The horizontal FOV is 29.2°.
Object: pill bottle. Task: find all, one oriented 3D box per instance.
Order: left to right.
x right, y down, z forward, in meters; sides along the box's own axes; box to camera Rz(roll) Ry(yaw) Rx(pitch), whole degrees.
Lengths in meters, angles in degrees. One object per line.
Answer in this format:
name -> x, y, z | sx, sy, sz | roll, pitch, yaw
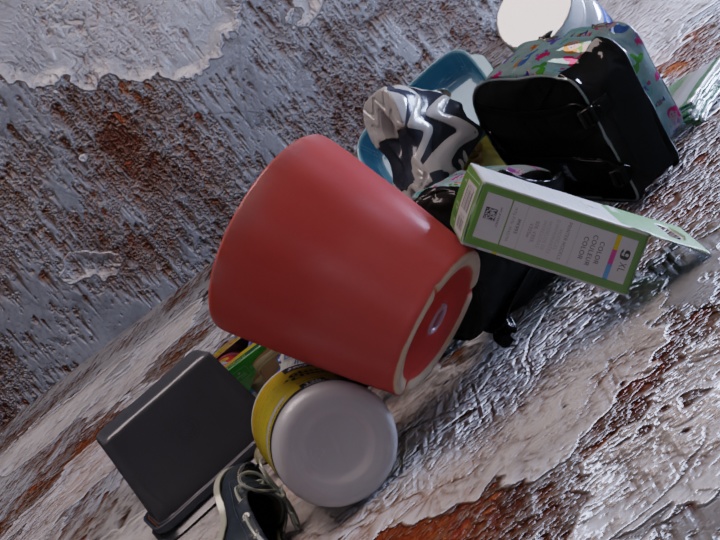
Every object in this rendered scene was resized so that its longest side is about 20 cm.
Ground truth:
pill bottle -> -0.040, 0.144, 1.274 | 0.112, 0.112, 0.200 | -40, 11, -8
pill bottle -> 0.244, -0.253, 1.585 | 0.114, 0.200, 0.114 | -14, 65, 31

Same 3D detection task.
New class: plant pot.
plant pot -> -0.005, 0.006, 1.206 | 0.200, 0.177, 0.200 | -52, -20, -28

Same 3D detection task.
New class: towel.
towel -> 0.332, -0.167, 1.581 | 0.200, 0.031, 0.149 | -32, 10, 45

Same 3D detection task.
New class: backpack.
backpack -> 0.124, -0.035, 1.334 | 0.127, 0.167, 0.200 | 9, 23, 32
backpack -> 0.222, -0.164, 1.445 | 0.151, 0.178, 0.200 | -47, 25, -27

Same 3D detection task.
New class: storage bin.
storage bin -> -0.200, 0.189, 1.581 | 0.200, 0.134, 0.146 | -41, 10, -14

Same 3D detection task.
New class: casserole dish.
casserole dish -> 0.082, -0.161, 1.573 | 0.200, 0.039, 0.121 | -43, 50, 16

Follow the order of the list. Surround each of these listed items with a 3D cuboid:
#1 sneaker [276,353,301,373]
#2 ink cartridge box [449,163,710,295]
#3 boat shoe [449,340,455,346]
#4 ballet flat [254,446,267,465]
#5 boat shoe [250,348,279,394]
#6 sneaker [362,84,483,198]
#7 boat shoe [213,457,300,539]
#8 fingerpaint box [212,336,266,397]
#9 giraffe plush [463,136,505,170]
sneaker -> -0.055, 0.082, 1.417 | 0.200, 0.088, 0.075 | -59, -10, 5
ink cartridge box -> 0.182, -0.029, 1.171 | 0.104, 0.200, 0.059 | -98, 25, -78
boat shoe -> 0.111, 0.010, 1.466 | 0.072, 0.068, 0.200 | -21, 41, 38
ballet flat -> -0.051, 0.137, 1.497 | 0.200, 0.057, 0.066 | -45, 11, -31
boat shoe -> -0.076, 0.110, 1.540 | 0.071, 0.065, 0.200 | -45, -8, -18
sneaker -> 0.092, -0.106, 1.460 | 0.130, 0.199, 0.079 | -16, -13, -37
boat shoe -> -0.094, 0.220, 1.239 | 0.062, 0.075, 0.200 | -39, 11, 9
fingerpaint box -> -0.119, 0.110, 1.810 | 0.200, 0.073, 0.167 | -37, 10, 11
giraffe plush -> 0.156, -0.114, 1.616 | 0.173, 0.200, 0.162 | -42, 32, 25
